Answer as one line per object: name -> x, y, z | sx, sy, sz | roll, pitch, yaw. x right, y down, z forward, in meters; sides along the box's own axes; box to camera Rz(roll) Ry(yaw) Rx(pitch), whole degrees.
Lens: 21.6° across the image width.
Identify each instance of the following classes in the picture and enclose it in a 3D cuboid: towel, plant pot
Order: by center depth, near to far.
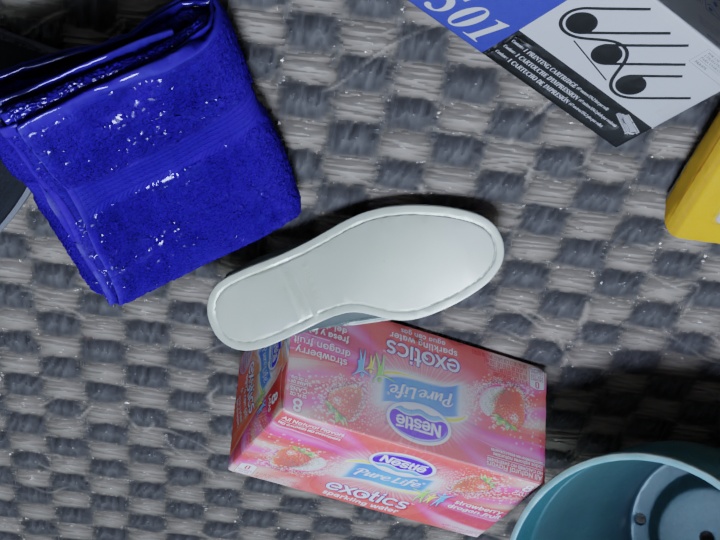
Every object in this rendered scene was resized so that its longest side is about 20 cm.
towel -> -0.119, -0.060, 1.073 | 0.147, 0.050, 0.200 | -22, 147, 1
plant pot -> 0.227, 0.207, 1.330 | 0.199, 0.201, 0.188 | -14, -179, 27

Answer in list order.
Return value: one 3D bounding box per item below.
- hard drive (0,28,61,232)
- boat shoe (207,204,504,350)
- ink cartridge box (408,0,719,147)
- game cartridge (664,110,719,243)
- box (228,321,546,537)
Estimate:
hard drive -> -0.249, -0.076, 1.111 | 0.134, 0.043, 0.200 | 18, 144, -21
boat shoe -> 0.000, 0.000, 1.201 | 0.199, 0.073, 0.062 | -17, -175, 18
ink cartridge box -> 0.102, -0.143, 0.966 | 0.200, 0.044, 0.094 | 31, 137, -34
game cartridge -> 0.283, -0.063, 1.058 | 0.175, 0.033, 0.200 | 8, 155, -5
box -> 0.020, 0.102, 1.304 | 0.199, 0.095, 0.103 | 18, 144, -20
